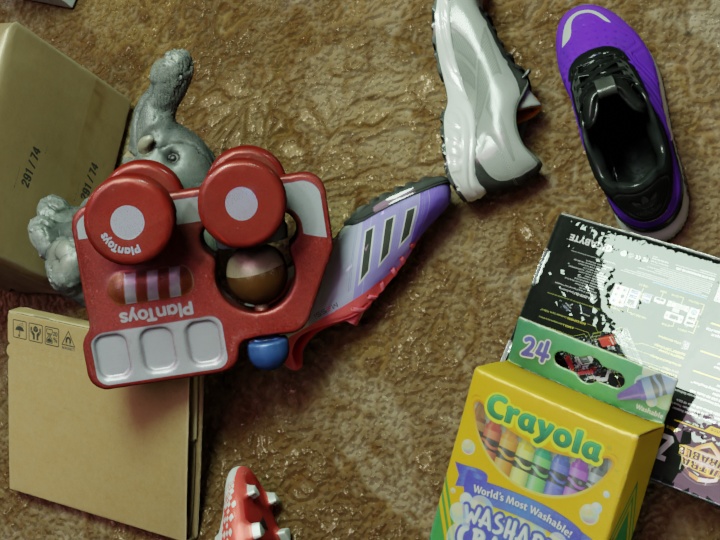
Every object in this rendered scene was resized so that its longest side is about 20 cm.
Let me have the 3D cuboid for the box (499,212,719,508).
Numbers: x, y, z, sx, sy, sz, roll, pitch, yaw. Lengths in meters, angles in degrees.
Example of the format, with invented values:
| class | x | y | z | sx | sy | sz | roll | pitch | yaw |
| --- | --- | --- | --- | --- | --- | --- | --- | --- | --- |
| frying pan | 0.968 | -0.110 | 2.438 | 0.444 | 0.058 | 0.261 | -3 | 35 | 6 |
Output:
| class | x | y | z | sx | sy | sz | roll | pitch | yaw |
| --- | --- | --- | --- | --- | --- | --- | --- | --- | --- |
| box | 0.204 | 0.062 | 0.920 | 0.199 | 0.049 | 0.160 | 18 | 84 | 31 |

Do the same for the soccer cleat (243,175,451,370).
| class | x | y | z | sx | sy | sz | roll | pitch | yaw |
| --- | --- | --- | --- | --- | --- | --- | --- | --- | --- |
| soccer cleat | 0.000 | 0.000 | 1.047 | 0.200 | 0.068 | 0.073 | -35 | 77 | 13 |

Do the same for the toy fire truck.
| class | x | y | z | sx | sy | sz | roll | pitch | yaw |
| --- | --- | --- | --- | --- | --- | --- | --- | --- | --- |
| toy fire truck | -0.119 | -0.002 | 1.001 | 0.199 | 0.112 | 0.169 | -8 | 102 | -2 |

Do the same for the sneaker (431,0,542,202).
| class | x | y | z | sx | sy | sz | roll | pitch | yaw |
| --- | --- | --- | --- | --- | --- | --- | --- | --- | --- |
| sneaker | 0.101 | -0.154 | 1.044 | 0.079 | 0.074 | 0.201 | -10 | 74 | 14 |

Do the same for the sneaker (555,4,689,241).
| class | x | y | z | sx | sy | sz | roll | pitch | yaw |
| --- | --- | --- | --- | --- | --- | --- | --- | --- | --- |
| sneaker | 0.188 | -0.125 | 0.962 | 0.069 | 0.099 | 0.201 | -23 | 64 | 17 |

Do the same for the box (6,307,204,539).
| class | x | y | z | sx | sy | sz | roll | pitch | yaw |
| --- | --- | --- | --- | --- | --- | --- | --- | --- | --- |
| box | -0.217 | 0.126 | 1.099 | 0.199 | 0.021 | 0.165 | 9 | 103 | 29 |

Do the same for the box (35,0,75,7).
| class | x | y | z | sx | sy | sz | roll | pitch | yaw |
| --- | --- | --- | --- | --- | --- | --- | --- | --- | --- |
| box | -0.368 | -0.358 | 1.340 | 0.199 | 0.097 | 0.125 | 18 | 81 | 32 |

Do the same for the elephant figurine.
| class | x | y | z | sx | sy | sz | roll | pitch | yaw |
| --- | --- | --- | --- | --- | --- | --- | --- | --- | --- |
| elephant figurine | -0.166 | -0.053 | 1.095 | 0.200 | 0.155 | 0.142 | -35 | 57 | 14 |

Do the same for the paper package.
| class | x | y | z | sx | sy | sz | roll | pitch | yaw |
| --- | --- | --- | --- | --- | --- | --- | --- | --- | --- |
| paper package | -0.312 | -0.094 | 1.163 | 0.103 | 0.191 | 0.201 | 3 | 75 | 26 |

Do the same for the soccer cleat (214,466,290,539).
| class | x | y | z | sx | sy | sz | roll | pitch | yaw |
| --- | --- | --- | --- | --- | --- | --- | --- | --- | --- |
| soccer cleat | -0.097 | 0.251 | 1.003 | 0.085 | 0.069 | 0.201 | -15 | 71 | 18 |

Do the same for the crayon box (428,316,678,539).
| class | x | y | z | sx | sy | sz | roll | pitch | yaw |
| --- | --- | --- | --- | --- | --- | --- | --- | --- | --- |
| crayon box | 0.123 | 0.147 | 0.891 | 0.125 | 0.051 | 0.201 | 21 | 104 | 31 |
